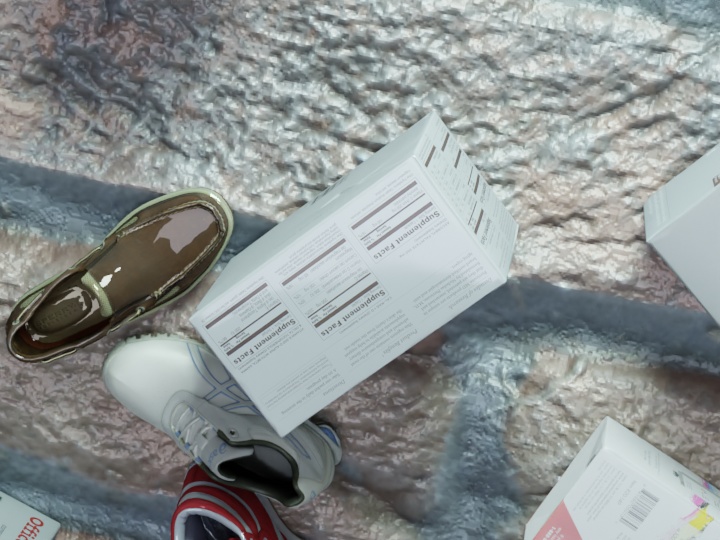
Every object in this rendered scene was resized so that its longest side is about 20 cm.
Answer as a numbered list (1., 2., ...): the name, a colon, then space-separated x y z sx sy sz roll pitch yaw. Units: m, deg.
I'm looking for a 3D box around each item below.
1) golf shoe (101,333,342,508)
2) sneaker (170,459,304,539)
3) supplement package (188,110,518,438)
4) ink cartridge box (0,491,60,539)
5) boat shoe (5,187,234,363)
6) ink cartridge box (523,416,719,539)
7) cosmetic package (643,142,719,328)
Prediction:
1. golf shoe: -0.111 0.115 1.450 0.199 0.097 0.079 25 110 1
2. sneaker: -0.073 0.238 1.473 0.071 0.113 0.200 -39 98 17
3. supplement package: 0.000 0.000 1.368 0.200 0.156 0.111 -35 99 16
4. ink cartridge box: -0.350 0.211 1.486 0.199 0.147 0.083 29 107 -3
5. boat shoe: -0.183 0.012 1.439 0.202 0.075 0.075 -35 99 16
6. ink cartridge box: 0.236 0.219 1.449 0.200 0.068 0.117 34 109 -2
7. cosmetic package: 0.293 0.014 1.360 0.090 0.107 0.200 -41 96 16
